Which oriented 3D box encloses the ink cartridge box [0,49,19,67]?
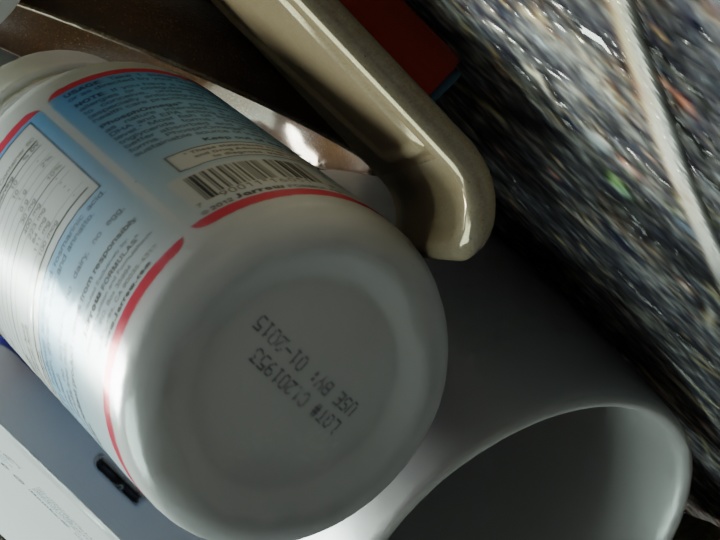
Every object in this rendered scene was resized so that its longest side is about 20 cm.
[{"bbox_3d":[-0.245,-0.105,1.160,0.145,0.147,0.201,10,-124,-56],"label":"ink cartridge box"}]

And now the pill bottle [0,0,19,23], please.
[{"bbox_3d":[-0.159,-0.141,0.718,0.114,0.114,0.200,48,-175,-29],"label":"pill bottle"}]

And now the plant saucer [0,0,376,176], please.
[{"bbox_3d":[-0.081,-0.085,0.841,0.200,0.032,0.200,22,177,1],"label":"plant saucer"}]

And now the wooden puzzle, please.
[{"bbox_3d":[-0.029,-0.091,0.669,0.200,0.037,0.185,51,177,-4],"label":"wooden puzzle"}]

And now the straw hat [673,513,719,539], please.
[{"bbox_3d":[0.058,0.076,0.957,0.201,0.200,0.085,-165,72,-83],"label":"straw hat"}]

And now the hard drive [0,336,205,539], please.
[{"bbox_3d":[-0.115,0.086,0.854,0.132,0.025,0.200,45,162,-8],"label":"hard drive"}]

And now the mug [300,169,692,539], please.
[{"bbox_3d":[0.002,0.070,0.825,0.147,0.200,0.175,-3,-142,-37],"label":"mug"}]

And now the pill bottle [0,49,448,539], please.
[{"bbox_3d":[-0.064,-0.003,0.721,0.109,0.109,0.200,49,174,-37],"label":"pill bottle"}]
